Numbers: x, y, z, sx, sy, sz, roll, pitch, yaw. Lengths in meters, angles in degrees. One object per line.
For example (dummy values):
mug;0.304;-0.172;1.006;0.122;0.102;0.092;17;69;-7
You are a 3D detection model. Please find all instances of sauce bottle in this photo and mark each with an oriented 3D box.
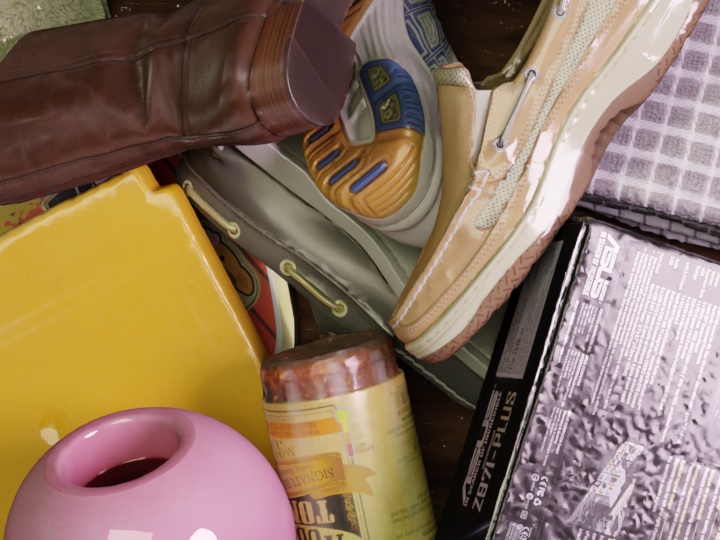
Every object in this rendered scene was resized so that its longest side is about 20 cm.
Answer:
sauce bottle;0.006;0.129;1.035;0.066;0.066;0.201;-12;95;12

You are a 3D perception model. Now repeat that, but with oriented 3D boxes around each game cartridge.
game cartridge;-0.137;0.068;1.089;0.200;0.032;0.177;-27;94;9

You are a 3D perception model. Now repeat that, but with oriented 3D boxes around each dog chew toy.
dog chew toy;-0.078;0.160;1.026;0.124;0.125;0.200;-7;118;13

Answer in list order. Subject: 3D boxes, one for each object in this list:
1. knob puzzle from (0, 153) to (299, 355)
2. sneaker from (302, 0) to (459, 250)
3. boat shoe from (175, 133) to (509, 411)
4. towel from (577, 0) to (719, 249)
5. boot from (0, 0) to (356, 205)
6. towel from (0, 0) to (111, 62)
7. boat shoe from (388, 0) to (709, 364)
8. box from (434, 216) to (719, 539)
knob puzzle;-0.117;0.032;1.119;0.219;0.030;0.220;-2;81;13
sneaker;0.012;-0.088;1.083;0.075;0.088;0.200;-29;48;27
boat shoe;0.001;-0.001;1.077;0.202;0.072;0.060;43;119;7
towel;0.180;-0.090;1.035;0.199;0.086;0.166;13;86;15
boot;-0.083;-0.119;1.070;0.200;0.064;0.187;-12;45;37
towel;-0.220;-0.138;1.118;0.200;0.036;0.149;-19;79;-25
boat shoe;0.060;-0.059;0.983;0.076;0.072;0.200;33;90;-10
box;0.126;0.097;0.988;0.163;0.086;0.201;18;86;-10
